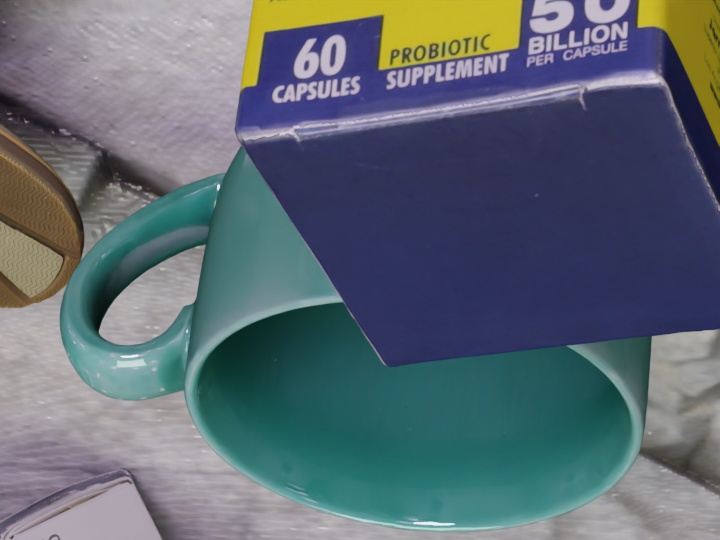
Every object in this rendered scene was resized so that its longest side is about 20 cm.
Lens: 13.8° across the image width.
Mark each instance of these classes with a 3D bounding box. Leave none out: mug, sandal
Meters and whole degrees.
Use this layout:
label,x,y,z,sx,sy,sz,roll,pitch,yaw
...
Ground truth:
label,x,y,z,sx,sy,sz,roll,pitch,yaw
mug,0.009,-0.003,0.995,0.184,0.115,0.152,21,145,-19
sandal,-0.175,-0.061,1.004,0.199,0.054,0.080,33,135,-12

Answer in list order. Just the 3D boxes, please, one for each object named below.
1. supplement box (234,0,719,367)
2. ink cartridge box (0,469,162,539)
label,x,y,z,sx,sy,sz,roll,pitch,yaw
supplement box,0.046,-0.091,0.777,0.108,0.201,0.110,-8,144,20
ink cartridge box,-0.149,0.192,1.280,0.085,0.146,0.200,-23,174,-44
